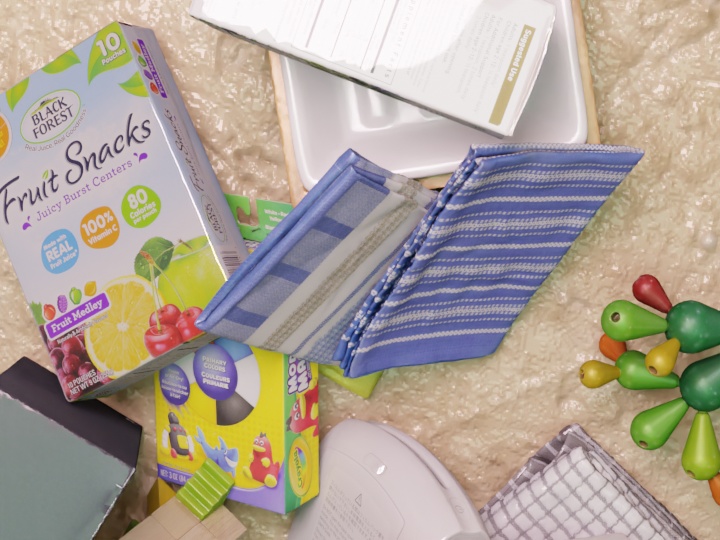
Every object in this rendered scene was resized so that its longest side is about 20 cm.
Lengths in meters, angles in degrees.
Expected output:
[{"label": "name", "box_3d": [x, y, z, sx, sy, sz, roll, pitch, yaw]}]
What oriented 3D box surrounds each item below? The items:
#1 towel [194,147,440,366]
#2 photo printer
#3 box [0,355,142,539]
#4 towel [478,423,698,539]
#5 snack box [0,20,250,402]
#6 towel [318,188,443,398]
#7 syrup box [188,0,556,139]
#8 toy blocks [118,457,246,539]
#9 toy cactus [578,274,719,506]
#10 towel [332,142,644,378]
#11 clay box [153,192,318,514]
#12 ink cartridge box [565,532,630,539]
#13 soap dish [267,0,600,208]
[{"label": "towel", "box_3d": [0.000, 0.000, 0.918, 0.147, 0.199, 0.024, -46, 60, 16]}, {"label": "photo printer", "box_3d": [0.009, 0.212, 0.996, 0.069, 0.166, 0.202, 8, 108, -33]}, {"label": "box", "box_3d": [-0.231, 0.165, 0.949, 0.103, 0.200, 0.183, 32, 87, -7]}, {"label": "towel", "box_3d": [0.158, 0.225, 1.033, 0.200, 0.086, 0.165, 45, 109, -6]}, {"label": "snack box", "box_3d": [-0.161, -0.036, 0.944, 0.141, 0.053, 0.202, -26, 82, 19]}, {"label": "towel", "box_3d": [0.016, -0.015, 1.008, 0.085, 0.018, 0.202, 29, 105, 0]}, {"label": "syrup box", "box_3d": [0.009, -0.147, 0.851, 0.198, 0.079, 0.082, 20, 96, 2]}, {"label": "toy blocks", "box_3d": [-0.161, 0.234, 0.990, 0.100, 0.136, 0.201, 41, 128, 12]}, {"label": "toy cactus", "box_3d": [0.247, 0.061, 0.978, 0.165, 0.103, 0.200, -42, 107, 15]}, {"label": "towel", "box_3d": [0.079, -0.003, 0.927, 0.143, 0.024, 0.201, -4, 141, -37]}, {"label": "clay box", "box_3d": [-0.085, 0.052, 0.988, 0.114, 0.047, 0.203, 9, 109, 32]}, {"label": "ink cartridge box", "box_3d": [0.094, 0.254, 0.909, 0.198, 0.084, 0.148, -1, 115, -33]}, {"label": "soap dish", "box_3d": [0.043, -0.133, 0.930, 0.197, 0.081, 0.160, -9, 94, 5]}]
